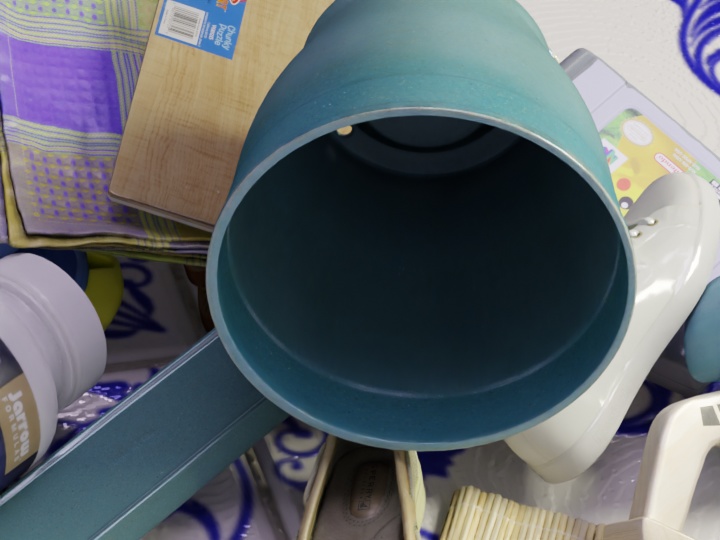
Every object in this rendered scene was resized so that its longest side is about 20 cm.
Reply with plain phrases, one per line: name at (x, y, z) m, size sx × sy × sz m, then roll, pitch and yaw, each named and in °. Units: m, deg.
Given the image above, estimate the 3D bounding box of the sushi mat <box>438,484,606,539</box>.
sushi mat at (0.069, 0.181, 1.139) m, size 0.096 × 0.012 × 0.200 m, roll 14°, pitch 38°, yaw 7°

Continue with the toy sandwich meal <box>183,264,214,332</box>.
toy sandwich meal at (0.000, 0.000, 1.305) m, size 0.205 × 0.070 × 0.205 m, roll 1°, pitch 53°, yaw -1°

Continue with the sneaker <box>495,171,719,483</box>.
sneaker at (0.124, 0.009, 1.245) m, size 0.085 × 0.073 × 0.200 m, roll 42°, pitch 58°, yaw -18°

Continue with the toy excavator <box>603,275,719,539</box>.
toy excavator at (0.204, 0.062, 1.223) m, size 0.200 × 0.100 × 0.195 m, roll -3°, pitch 80°, yaw -28°

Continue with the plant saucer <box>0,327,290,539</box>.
plant saucer at (-0.111, 0.093, 1.184) m, size 0.070 × 0.019 × 0.200 m, roll 34°, pitch 57°, yaw 31°

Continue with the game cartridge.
game cartridge at (0.150, -0.026, 1.345) m, size 0.133 × 0.040 × 0.200 m, roll -42°, pitch 69°, yaw -16°

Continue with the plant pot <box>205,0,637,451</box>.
plant pot at (0.030, -0.047, 1.169) m, size 0.200 × 0.200 × 0.188 m, roll 5°, pitch 37°, yaw -3°

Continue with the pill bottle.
pill bottle at (-0.219, 0.071, 1.154) m, size 0.111 × 0.111 × 0.200 m, roll 28°, pitch 42°, yaw 24°

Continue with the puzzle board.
puzzle board at (-0.048, -0.091, 1.294) m, size 0.150 × 0.017 × 0.200 m, roll 17°, pitch 50°, yaw -9°

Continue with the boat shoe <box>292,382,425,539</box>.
boat shoe at (-0.003, 0.138, 1.133) m, size 0.073 × 0.063 × 0.201 m, roll 0°, pitch 36°, yaw 11°

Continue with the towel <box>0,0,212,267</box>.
towel at (-0.132, -0.084, 1.281) m, size 0.143 × 0.023 × 0.200 m, roll 5°, pitch 52°, yaw -19°

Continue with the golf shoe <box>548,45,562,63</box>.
golf shoe at (0.091, -0.124, 1.471) m, size 0.200 × 0.097 × 0.078 m, roll 17°, pitch 37°, yaw 10°

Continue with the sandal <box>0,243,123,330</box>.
sandal at (-0.198, -0.049, 1.297) m, size 0.087 × 0.079 × 0.200 m, roll 31°, pitch 21°, yaw -52°
